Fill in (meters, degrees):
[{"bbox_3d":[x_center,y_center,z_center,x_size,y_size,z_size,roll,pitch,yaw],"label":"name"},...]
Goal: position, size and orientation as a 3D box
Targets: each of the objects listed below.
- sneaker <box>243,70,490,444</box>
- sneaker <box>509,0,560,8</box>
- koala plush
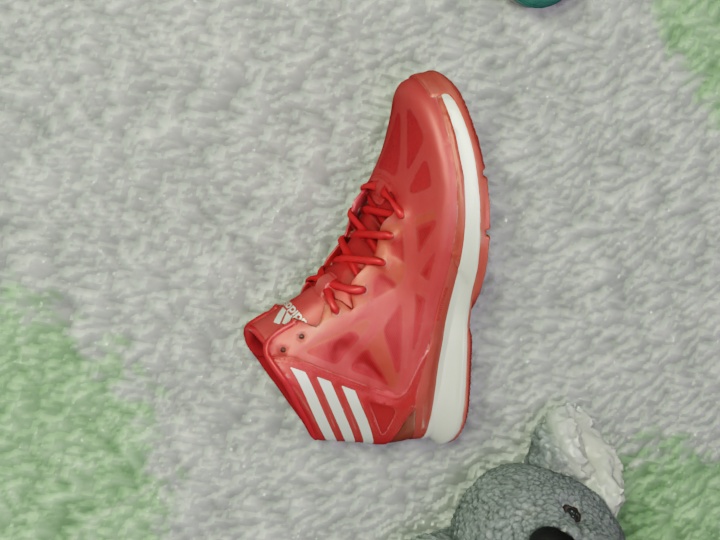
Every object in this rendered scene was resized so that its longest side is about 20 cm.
[{"bbox_3d":[0.000,0.000,0.976,0.114,0.078,0.202,-5,104,-19],"label":"sneaker"},{"bbox_3d":[0.130,-0.226,0.963,0.071,0.080,0.201,23,95,-23],"label":"sneaker"},{"bbox_3d":[0.121,0.186,1.024,0.177,0.184,0.200,-43,72,-8],"label":"koala plush"}]
